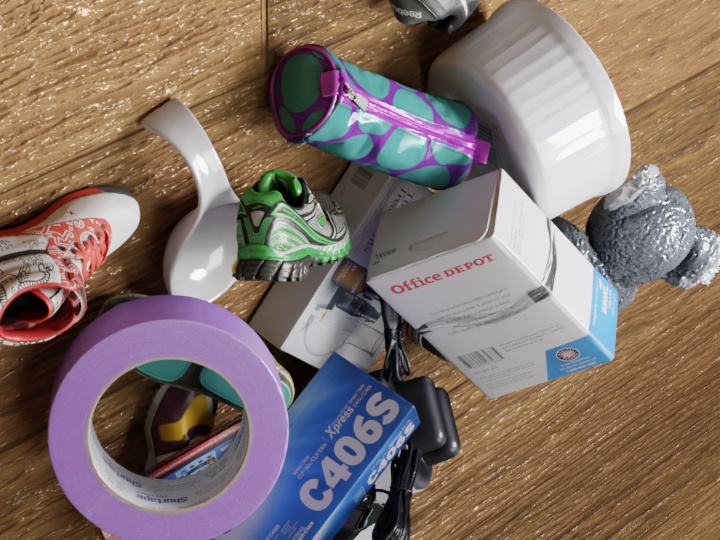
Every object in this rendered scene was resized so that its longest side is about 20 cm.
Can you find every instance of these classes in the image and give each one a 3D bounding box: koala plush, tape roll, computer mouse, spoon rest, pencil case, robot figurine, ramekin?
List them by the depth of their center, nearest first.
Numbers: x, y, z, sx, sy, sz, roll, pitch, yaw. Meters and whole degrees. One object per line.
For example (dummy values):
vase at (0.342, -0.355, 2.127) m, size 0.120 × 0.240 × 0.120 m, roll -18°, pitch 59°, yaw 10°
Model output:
tape roll at (-0.160, 0.126, 1.534) m, size 0.198 × 0.066 × 0.203 m, roll -2°, pitch 107°, yaw -6°
spoon rest at (-0.134, -0.047, 1.541) m, size 0.099 × 0.060 × 0.201 m, roll -39°, pitch 140°, yaw -26°
pencil case at (0.015, -0.130, 1.599) m, size 0.199 × 0.092 × 0.086 m, roll 15°, pitch 83°, yaw -43°
computer mouse at (-0.020, 0.245, 1.646) m, size 0.199 × 0.141 × 0.046 m, roll -31°, pitch 116°, yaw 26°
ramekin at (0.148, -0.139, 1.691) m, size 0.097 × 0.200 × 0.202 m, roll -30°, pitch 138°, yaw -19°
robot figurine at (-0.008, 0.166, 1.756) m, size 0.198 × 0.125 × 0.151 m, roll -20°, pitch 117°, yaw 16°
computer mouse at (0.074, 0.037, 1.768) m, size 0.199 × 0.044 × 0.111 m, roll -13°, pitch 92°, yaw -52°
koala plush at (0.246, -0.020, 1.811) m, size 0.199 × 0.185 × 0.177 m, roll -24°, pitch 127°, yaw 28°

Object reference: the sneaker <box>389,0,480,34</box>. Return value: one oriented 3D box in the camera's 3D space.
sneaker at (0.051, -0.259, 1.586) m, size 0.200 × 0.066 × 0.091 m, roll 26°, pitch 94°, yaw -57°

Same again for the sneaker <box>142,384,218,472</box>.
sneaker at (-0.154, 0.185, 1.673) m, size 0.074 × 0.090 × 0.202 m, roll -11°, pitch 125°, yaw -44°

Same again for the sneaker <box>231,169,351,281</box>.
sneaker at (-0.054, -0.046, 1.583) m, size 0.200 × 0.077 × 0.086 m, roll -40°, pitch 133°, yaw -74°

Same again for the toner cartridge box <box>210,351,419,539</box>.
toner cartridge box at (-0.044, 0.179, 1.617) m, size 0.201 × 0.095 × 0.043 m, roll -52°, pitch 156°, yaw -15°

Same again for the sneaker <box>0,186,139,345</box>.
sneaker at (-0.229, 0.000, 1.425) m, size 0.200 × 0.108 × 0.068 m, roll -19°, pitch 131°, yaw -41°

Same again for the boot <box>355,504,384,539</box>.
boot at (-0.031, 0.296, 1.866) m, size 0.203 × 0.074 × 0.154 m, roll -36°, pitch 172°, yaw -20°

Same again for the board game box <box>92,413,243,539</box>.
board game box at (-0.137, 0.205, 1.635) m, size 0.199 × 0.019 × 0.104 m, roll -29°, pitch 107°, yaw -23°

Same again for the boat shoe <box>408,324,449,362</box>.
boat shoe at (0.140, 0.026, 1.916) m, size 0.200 × 0.063 × 0.071 m, roll -40°, pitch 142°, yaw -23°

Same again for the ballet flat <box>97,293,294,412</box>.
ballet flat at (-0.147, 0.069, 1.602) m, size 0.199 × 0.071 × 0.071 m, roll 28°, pitch 96°, yaw -25°

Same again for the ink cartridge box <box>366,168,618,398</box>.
ink cartridge box at (0.122, 0.015, 1.675) m, size 0.200 × 0.144 × 0.085 m, roll 43°, pitch 42°, yaw -34°

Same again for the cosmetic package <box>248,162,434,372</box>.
cosmetic package at (0.000, 0.000, 1.746) m, size 0.201 × 0.051 × 0.151 m, roll -58°, pitch 147°, yaw 2°
